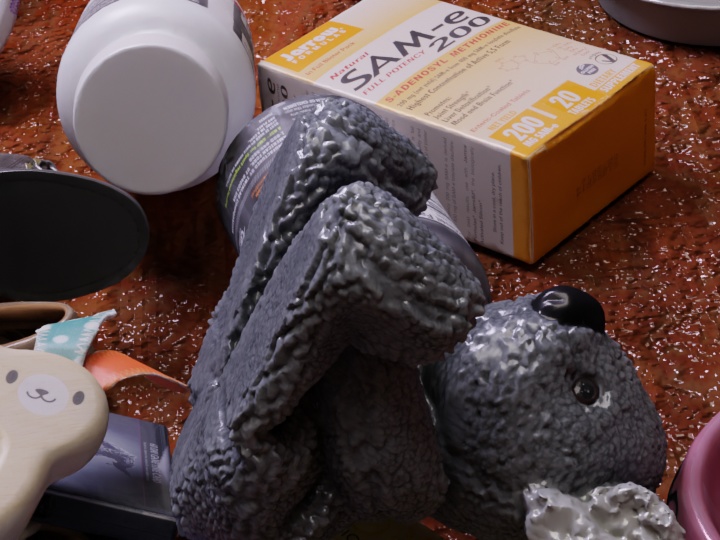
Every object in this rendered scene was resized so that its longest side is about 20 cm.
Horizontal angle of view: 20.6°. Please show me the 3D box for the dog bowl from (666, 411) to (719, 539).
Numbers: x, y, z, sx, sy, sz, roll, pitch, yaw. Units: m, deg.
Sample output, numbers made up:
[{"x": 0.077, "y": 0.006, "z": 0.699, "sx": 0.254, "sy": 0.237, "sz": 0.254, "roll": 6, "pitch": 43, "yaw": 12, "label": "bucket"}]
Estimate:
[{"x": 0.216, "y": 0.116, "z": 0.822, "sx": 0.199, "sy": 0.074, "sz": 0.200, "roll": -4, "pitch": 34, "yaw": 3, "label": "dog bowl"}]

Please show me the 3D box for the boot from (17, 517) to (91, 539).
[{"x": -0.219, "y": 0.119, "z": 0.834, "sx": 0.155, "sy": 0.073, "sz": 0.200, "roll": 17, "pitch": 4, "yaw": 24, "label": "boot"}]

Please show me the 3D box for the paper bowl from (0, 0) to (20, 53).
[{"x": -0.320, "y": -0.193, "z": 1.243, "sx": 0.200, "sy": 0.201, "sz": 0.104, "roll": -21, "pitch": 18, "yaw": -21, "label": "paper bowl"}]

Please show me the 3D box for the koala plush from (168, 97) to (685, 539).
[{"x": 0.039, "y": 0.058, "z": 0.824, "sx": 0.199, "sy": 0.184, "sz": 0.177, "roll": 21, "pitch": 18, "yaw": -14, "label": "koala plush"}]

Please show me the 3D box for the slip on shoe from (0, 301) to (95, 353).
[{"x": -0.228, "y": 0.042, "z": 1.007, "sx": 0.199, "sy": 0.061, "sz": 0.076, "roll": 6, "pitch": 36, "yaw": 17, "label": "slip on shoe"}]

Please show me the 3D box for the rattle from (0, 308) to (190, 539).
[{"x": -0.149, "y": 0.030, "z": 0.779, "sx": 0.199, "sy": 0.143, "sz": 0.130, "roll": -17, "pitch": 40, "yaw": -29, "label": "rattle"}]

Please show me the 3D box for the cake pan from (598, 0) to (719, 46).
[{"x": 0.242, "y": -0.206, "z": 1.321, "sx": 0.199, "sy": 0.037, "sz": 0.201, "roll": -4, "pitch": 34, "yaw": 3, "label": "cake pan"}]

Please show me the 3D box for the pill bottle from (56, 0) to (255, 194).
[{"x": -0.114, "y": -0.107, "z": 1.122, "sx": 0.110, "sy": 0.111, "sz": 0.200, "roll": -7, "pitch": 17, "yaw": -1, "label": "pill bottle"}]

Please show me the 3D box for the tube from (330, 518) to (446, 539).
[{"x": -0.001, "y": 0.122, "z": 0.871, "sx": 0.200, "sy": 0.052, "sz": 0.058, "roll": 33, "pitch": 89, "yaw": 37, "label": "tube"}]

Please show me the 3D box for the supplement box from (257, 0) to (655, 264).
[{"x": 0.055, "y": -0.090, "z": 1.147, "sx": 0.200, "sy": 0.074, "sz": 0.126, "roll": 21, "pitch": 42, "yaw": 35, "label": "supplement box"}]

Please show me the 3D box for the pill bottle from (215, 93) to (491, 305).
[{"x": 0.000, "y": 0.000, "z": 0.995, "sx": 0.106, "sy": 0.107, "sz": 0.200, "roll": -14, "pitch": 35, "yaw": -12, "label": "pill bottle"}]

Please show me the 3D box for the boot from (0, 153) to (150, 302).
[{"x": -0.197, "y": -0.037, "z": 1.086, "sx": 0.199, "sy": 0.070, "sz": 0.174, "roll": -1, "pitch": 14, "yaw": 8, "label": "boot"}]

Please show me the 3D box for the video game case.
[{"x": -0.182, "y": 0.074, "z": 0.886, "sx": 0.199, "sy": 0.019, "sz": 0.143, "roll": 13, "pitch": 10, "yaw": -10, "label": "video game case"}]
